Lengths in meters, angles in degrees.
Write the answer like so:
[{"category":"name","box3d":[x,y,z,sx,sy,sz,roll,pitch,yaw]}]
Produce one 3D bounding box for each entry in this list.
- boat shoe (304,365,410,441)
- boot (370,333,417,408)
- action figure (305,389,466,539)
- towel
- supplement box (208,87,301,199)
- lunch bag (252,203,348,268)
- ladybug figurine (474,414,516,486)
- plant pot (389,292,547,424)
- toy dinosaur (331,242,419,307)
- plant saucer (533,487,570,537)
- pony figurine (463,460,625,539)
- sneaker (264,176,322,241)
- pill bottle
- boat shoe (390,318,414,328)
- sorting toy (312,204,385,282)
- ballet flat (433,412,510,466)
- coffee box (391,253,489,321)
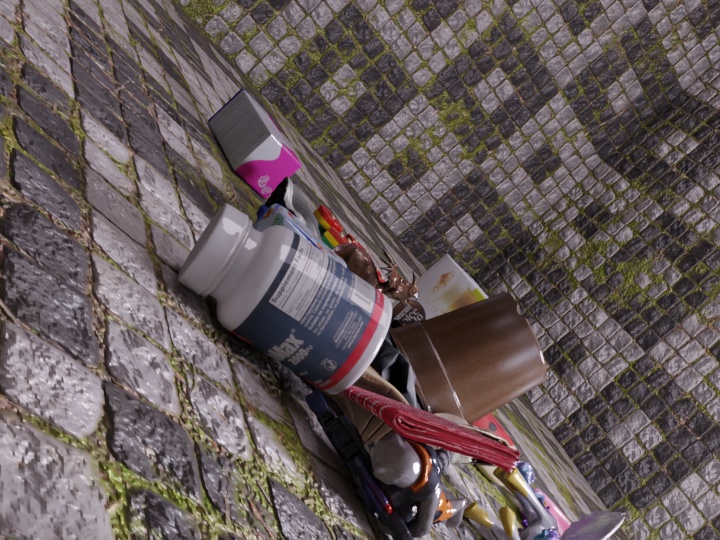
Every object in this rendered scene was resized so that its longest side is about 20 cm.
[{"category":"boat shoe","box3d":[-0.004,0.137,0.931,0.200,0.072,0.072,42,10,-12]},{"category":"boot","box3d":[0.019,0.100,1.090,0.200,0.065,0.166,-111,176,-80]},{"category":"action figure","box3d":[0.037,0.188,0.805,0.201,0.104,0.194,53,-1,20]},{"category":"towel","box3d":[0.055,0.152,0.796,0.143,0.023,0.200,23,-7,-19]},{"category":"supplement box","box3d":[-0.206,-0.248,1.529,0.101,0.103,0.201,43,8,-42]},{"category":"lunch bag","box3d":[-0.095,-0.028,1.141,0.160,0.076,0.200,43,1,-8]},{"category":"ladybug figurine","box3d":[0.215,0.292,1.430,0.201,0.072,0.136,52,8,23]},{"category":"plant pot","box3d":[0.170,0.142,1.220,0.200,0.196,0.202,157,-90,-89]},{"category":"toy dinosaur","box3d":[0.000,0.000,1.374,0.200,0.135,0.086,44,9,-33]},{"category":"plant saucer","box3d":[0.356,0.483,1.398,0.201,0.051,0.201,49,6,-7]},{"category":"pony figurine","box3d":[0.253,0.366,1.099,0.201,0.166,0.193,53,40,4]},{"category":"sneaker","box3d":[-0.114,-0.089,1.355,0.079,0.074,0.201,28,25,-33]},{"category":"pill bottle","box3d":[-0.078,0.026,0.801,0.199,0.120,0.120,34,11,-16]},{"category":"boat shoe","box3d":[0.088,0.158,1.411,0.062,0.074,0.202,11,29,-11]},{"category":"sorting toy","box3d":[-0.038,-0.036,1.587,0.199,0.069,0.201,45,9,-33]},{"category":"ballet flat","box3d":[0.149,0.244,1.116,0.199,0.069,0.067,15,3,-44]},{"category":"coffee box","box3d":[0.190,0.123,1.636,0.198,0.199,0.200,52,9,27]}]
